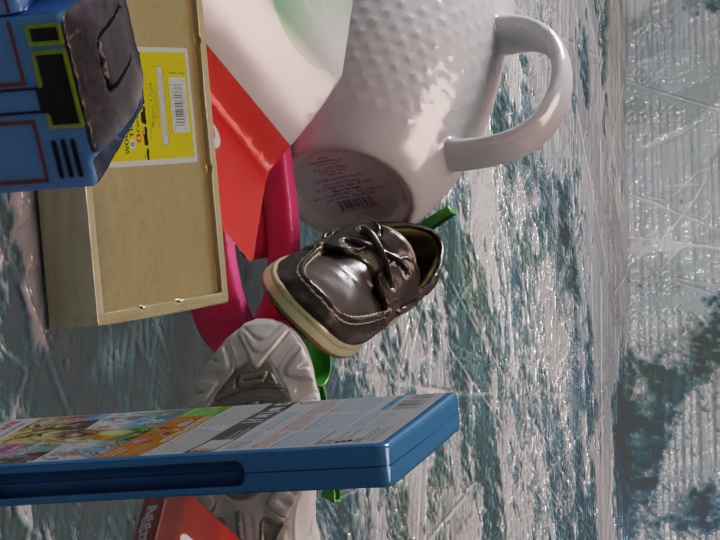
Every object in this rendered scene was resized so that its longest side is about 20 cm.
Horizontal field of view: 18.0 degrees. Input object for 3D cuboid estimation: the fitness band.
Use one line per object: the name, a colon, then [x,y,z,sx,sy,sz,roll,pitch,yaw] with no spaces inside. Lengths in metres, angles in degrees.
fitness band: [-0.071,-0.049,1.296,0.144,0.037,0.200,-41,124,-74]

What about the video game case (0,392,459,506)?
video game case: [-0.072,0.069,0.873,0.143,0.200,0.018,-21,107,-77]

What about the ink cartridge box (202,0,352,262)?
ink cartridge box: [-0.070,-0.131,1.205,0.161,0.050,0.200,50,32,-39]

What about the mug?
mug: [0.034,-0.112,1.422,0.148,0.200,0.175,69,29,-46]

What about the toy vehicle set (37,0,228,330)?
toy vehicle set: [-0.112,-0.077,1.082,0.124,0.026,0.200,-7,93,-64]

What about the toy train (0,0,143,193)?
toy train: [-0.147,-0.118,0.796,0.087,0.114,0.200,-73,156,-60]

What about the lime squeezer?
lime squeezer: [-0.008,0.040,1.433,0.038,0.071,0.200,17,97,-46]

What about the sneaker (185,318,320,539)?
sneaker: [-0.057,0.124,1.251,0.099,0.078,0.200,-41,135,-83]

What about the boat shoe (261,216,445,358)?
boat shoe: [0.000,0.000,1.314,0.073,0.065,0.200,47,15,3]

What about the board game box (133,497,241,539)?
board game box: [-0.083,0.204,1.102,0.103,0.019,0.200,45,33,-27]
